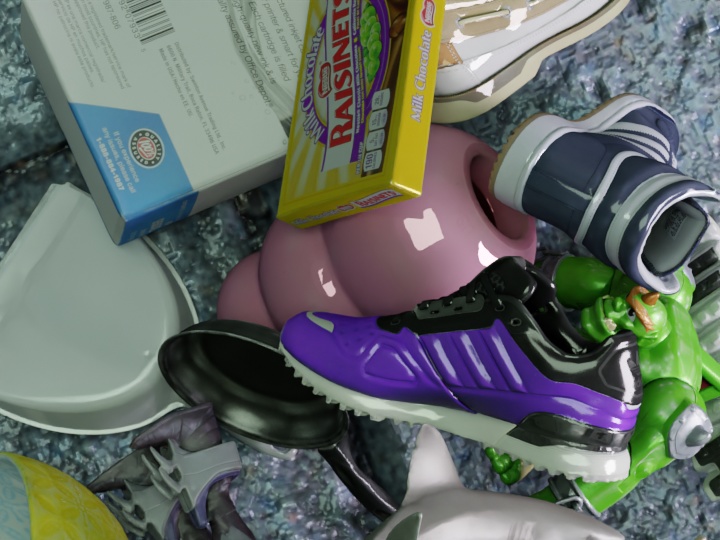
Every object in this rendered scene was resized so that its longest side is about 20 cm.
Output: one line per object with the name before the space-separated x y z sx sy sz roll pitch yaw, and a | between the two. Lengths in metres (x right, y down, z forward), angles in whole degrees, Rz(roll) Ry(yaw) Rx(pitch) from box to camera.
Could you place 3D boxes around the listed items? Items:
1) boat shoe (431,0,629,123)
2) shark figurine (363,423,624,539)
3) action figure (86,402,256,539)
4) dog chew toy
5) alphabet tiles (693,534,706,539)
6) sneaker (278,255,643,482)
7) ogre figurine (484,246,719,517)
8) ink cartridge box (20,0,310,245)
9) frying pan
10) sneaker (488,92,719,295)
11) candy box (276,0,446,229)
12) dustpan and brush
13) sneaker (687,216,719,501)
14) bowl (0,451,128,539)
boat shoe | 0.095 -0.163 1.368 0.075 0.068 0.200 7 39 39
shark figurine | 0.033 0.123 1.190 0.128 0.214 0.090 3 95 28
action figure | -0.067 0.178 1.355 0.069 0.130 0.200 -29 77 -33
dog chew toy | 0.000 0.000 1.362 0.200 0.125 0.125 -28 82 30
alphabet tiles | 0.185 0.231 1.315 0.200 0.008 0.167 -36 120 -35
sneaker | 0.057 0.035 1.258 0.200 0.070 0.100 17 104 18
ogre figurine | 0.134 0.057 1.334 0.120 0.200 0.098 -22 112 21
ink cartridge box | -0.078 -0.122 1.390 0.200 0.084 0.145 -23 83 -12
frying pan | -0.026 0.081 1.353 0.190 0.115 0.031 29 60 -11
sneaker | 0.158 -0.043 1.330 0.108 0.200 0.070 30 110 22
candy box | 0.005 -0.127 1.304 0.026 0.102 0.200 19 69 -32
dustpan and brush | -0.125 0.054 1.410 0.200 0.057 0.140 29 77 12
sneaker | 0.213 0.054 1.386 0.075 0.081 0.200 -32 62 31
bowl | -0.168 0.206 1.337 0.108 0.200 0.200 12 83 -24
